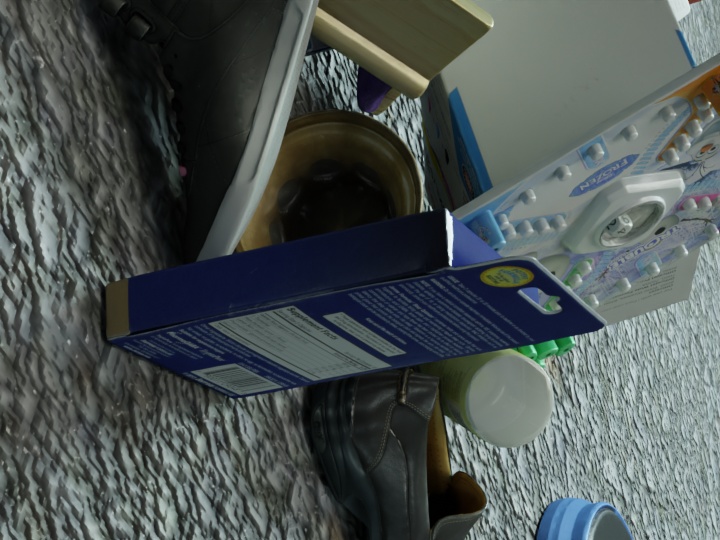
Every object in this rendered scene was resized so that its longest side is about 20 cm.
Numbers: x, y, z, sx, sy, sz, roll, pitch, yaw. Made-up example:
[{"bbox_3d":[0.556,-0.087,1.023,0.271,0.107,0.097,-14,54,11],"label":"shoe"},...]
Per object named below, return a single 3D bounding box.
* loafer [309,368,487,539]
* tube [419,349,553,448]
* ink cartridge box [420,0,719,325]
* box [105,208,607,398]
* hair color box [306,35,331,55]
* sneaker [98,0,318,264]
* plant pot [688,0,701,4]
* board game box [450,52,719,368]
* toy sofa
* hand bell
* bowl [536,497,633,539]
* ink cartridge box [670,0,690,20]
[{"bbox_3d":[0.037,0.140,1.011,0.073,0.072,0.201,-73,147,-50],"label":"loafer"},{"bbox_3d":[0.060,0.060,1.050,0.058,0.052,0.200,-63,-167,-2],"label":"tube"},{"bbox_3d":[0.121,-0.067,1.092,0.201,0.143,0.148,83,-9,-61],"label":"ink cartridge box"},{"bbox_3d":[0.001,0.016,0.806,0.121,0.198,0.033,35,49,-60],"label":"box"},{"bbox_3d":[-0.027,-0.172,1.000,0.200,0.060,0.101,-30,106,-67],"label":"hair color box"},{"bbox_3d":[-0.080,-0.095,0.844,0.071,0.098,0.202,-76,-178,-73],"label":"sneaker"},{"bbox_3d":[0.211,-0.284,1.451,0.200,0.193,0.203,-10,90,-67],"label":"plant pot"},{"bbox_3d":[0.148,-0.026,0.979,0.026,0.199,0.200,62,7,26],"label":"board game box"},{"bbox_3d":[0.013,-0.186,0.941,0.082,0.097,0.201,31,45,-26],"label":"toy sofa"},{"bbox_3d":[0.000,0.000,0.999,0.200,0.103,0.105,61,26,-67],"label":"hand bell"},{"bbox_3d":[0.180,0.270,1.347,0.200,0.039,0.203,-10,90,-68],"label":"bowl"},{"bbox_3d":[0.135,-0.189,1.314,0.068,0.199,0.117,36,-22,53],"label":"ink cartridge box"}]
